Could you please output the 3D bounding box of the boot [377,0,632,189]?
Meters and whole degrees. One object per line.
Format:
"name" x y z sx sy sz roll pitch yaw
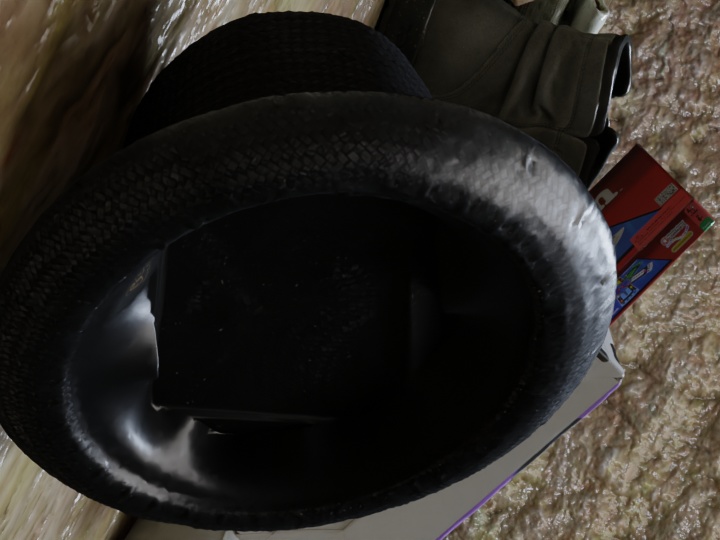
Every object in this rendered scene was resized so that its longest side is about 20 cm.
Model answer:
"boot" 0.057 -0.054 0.908 0.068 0.130 0.201 -56 169 -49

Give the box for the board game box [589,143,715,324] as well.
"board game box" 0.080 0.027 0.847 0.200 0.019 0.103 -46 -164 9

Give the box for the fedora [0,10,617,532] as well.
"fedora" -0.021 -0.006 0.520 0.201 0.199 0.092 107 -20 -51

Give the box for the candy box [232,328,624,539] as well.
"candy box" 0.026 0.036 0.805 0.168 0.071 0.200 -43 -163 17

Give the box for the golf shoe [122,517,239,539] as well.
"golf shoe" -0.094 0.170 0.803 0.201 0.072 0.092 -65 172 1

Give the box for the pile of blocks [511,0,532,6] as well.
"pile of blocks" 0.059 -0.197 0.790 0.062 0.083 0.200 -20 152 -7

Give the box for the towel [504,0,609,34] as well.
"towel" 0.090 -0.142 0.987 0.193 0.034 0.201 -92 -163 -51
